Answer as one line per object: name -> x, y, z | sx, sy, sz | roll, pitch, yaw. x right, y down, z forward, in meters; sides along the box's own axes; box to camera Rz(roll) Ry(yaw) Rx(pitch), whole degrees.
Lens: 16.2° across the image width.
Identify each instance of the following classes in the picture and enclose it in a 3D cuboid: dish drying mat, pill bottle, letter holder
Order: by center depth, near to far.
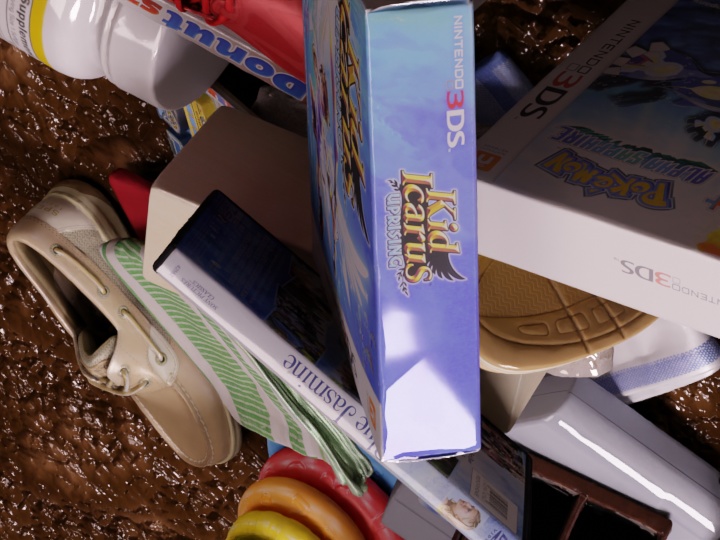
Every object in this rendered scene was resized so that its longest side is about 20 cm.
pill bottle -> -0.156, -0.168, 1.295 | 0.200, 0.114, 0.114 | 30, 140, 18
letter holder -> 0.071, 0.211, 1.343 | 0.100, 0.142, 0.200 | 25, 146, 4
dish drying mat -> -0.084, -0.009, 1.390 | 0.200, 0.018, 0.077 | 26, 143, 62

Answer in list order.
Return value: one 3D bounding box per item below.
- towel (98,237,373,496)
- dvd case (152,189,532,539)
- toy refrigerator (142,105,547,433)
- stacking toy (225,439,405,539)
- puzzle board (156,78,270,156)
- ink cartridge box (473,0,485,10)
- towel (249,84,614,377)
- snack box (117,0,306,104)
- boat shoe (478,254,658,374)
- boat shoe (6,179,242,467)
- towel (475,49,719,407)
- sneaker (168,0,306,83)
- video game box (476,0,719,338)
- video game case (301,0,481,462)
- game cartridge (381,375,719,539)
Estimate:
towel -> -0.072, 0.048, 1.407 | 0.153, 0.023, 0.200 | 52, 170, -20
dvd case -> -0.002, 0.044, 1.126 | 0.200, 0.143, 0.018 | 40, 101, -4
toy refrigerator -> 0.000, 0.000, 1.232 | 0.200, 0.076, 0.070 | 23, 134, 13
stacking toy -> -0.052, 0.185, 1.455 | 0.110, 0.200, 0.116 | 9, 131, 37
puzzle board -> -0.064, -0.020, 1.373 | 0.151, 0.017, 0.200 | 43, 154, 52
ink cartridge box -> 0.000, -0.225, 1.120 | 0.146, 0.084, 0.200 | 25, 140, 25
towel -> 0.034, -0.024, 1.281 | 0.200, 0.034, 0.133 | 16, 134, 32
snack box -> -0.054, -0.136, 1.215 | 0.200, 0.072, 0.024 | 28, 154, -9
boat shoe -> 0.109, -0.007, 1.132 | 0.074, 0.200, 0.069 | 57, 149, 4
boat shoe -> -0.143, 0.044, 1.519 | 0.072, 0.065, 0.200 | -9, 118, 47
towel -> 0.083, -0.009, 1.296 | 0.147, 0.024, 0.200 | -24, 107, 50
sneaker -> -0.098, -0.133, 1.137 | 0.200, 0.116, 0.078 | 41, 145, 11
video game box -> 0.165, -0.045, 1.056 | 0.200, 0.182, 0.047 | 20, 136, 29
video game case -> 0.009, -0.053, 1.046 | 0.181, 0.045, 0.200 | -111, 17, -60
game cartridge -> 0.097, 0.125, 1.370 | 0.133, 0.042, 0.200 | 32, 146, -13
